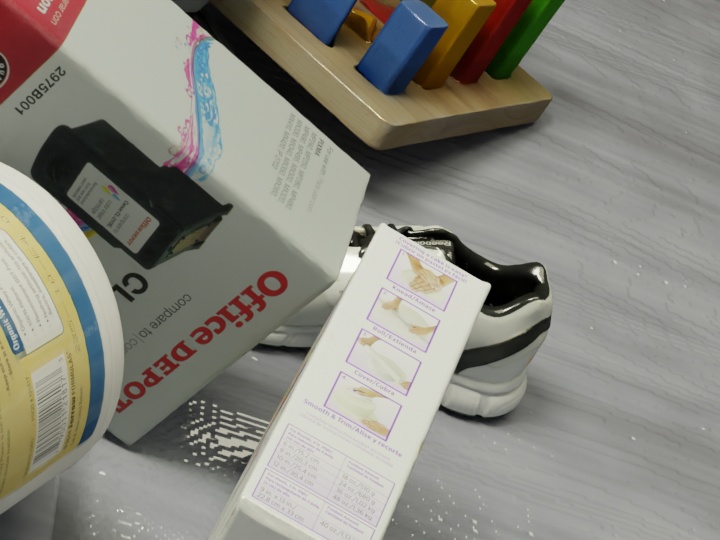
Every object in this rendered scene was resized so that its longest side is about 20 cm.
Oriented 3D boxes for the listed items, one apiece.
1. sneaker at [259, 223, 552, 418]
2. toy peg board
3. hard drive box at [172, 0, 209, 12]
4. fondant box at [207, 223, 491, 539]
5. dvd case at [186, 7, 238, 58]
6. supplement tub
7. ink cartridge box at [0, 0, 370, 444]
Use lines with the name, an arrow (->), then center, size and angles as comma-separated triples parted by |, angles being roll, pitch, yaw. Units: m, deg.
sneaker -> 0.000, 0.000, 1.204 | 0.200, 0.080, 0.074 | 18, 39, -14
toy peg board -> 0.010, -0.173, 1.369 | 0.200, 0.098, 0.199 | 42, 25, 18
hard drive box -> -0.143, -0.223, 1.233 | 0.200, 0.077, 0.156 | 47, 15, 6
fondant box -> -0.022, 0.093, 1.017 | 0.058, 0.144, 0.200 | 28, 36, -2
dvd case -> -0.134, -0.147, 1.258 | 0.200, 0.025, 0.150 | 28, 23, -50
supplement tub -> -0.199, 0.049, 0.948 | 0.145, 0.145, 0.200 | 39, 36, 13
ink cartridge box -> -0.118, -0.042, 1.068 | 0.200, 0.146, 0.083 | 40, 33, -17
